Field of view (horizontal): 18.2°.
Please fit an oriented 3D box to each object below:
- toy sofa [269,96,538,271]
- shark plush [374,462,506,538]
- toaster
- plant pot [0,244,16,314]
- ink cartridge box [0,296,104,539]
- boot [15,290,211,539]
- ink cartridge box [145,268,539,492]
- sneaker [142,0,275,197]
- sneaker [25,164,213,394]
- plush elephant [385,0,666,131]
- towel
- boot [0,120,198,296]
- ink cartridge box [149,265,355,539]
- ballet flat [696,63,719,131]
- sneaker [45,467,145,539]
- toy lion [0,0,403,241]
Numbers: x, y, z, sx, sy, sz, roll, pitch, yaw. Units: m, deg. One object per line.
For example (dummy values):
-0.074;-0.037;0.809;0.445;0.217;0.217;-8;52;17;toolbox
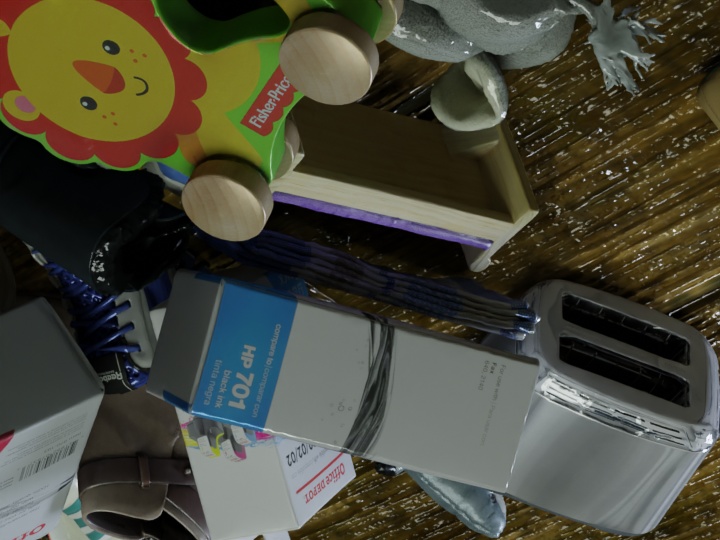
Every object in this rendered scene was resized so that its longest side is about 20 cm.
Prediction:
-0.002;-0.054;1.320;0.199;0.083;0.098;11;138;-40;toy sofa
0.031;0.111;1.578;0.091;0.084;0.200;-23;132;33;shark plush
0.147;0.087;1.508;0.199;0.114;0.129;21;136;-13;toaster
-0.334;0.037;1.500;0.200;0.188;0.187;-30;130;20;plant pot
-0.261;0.124;1.465;0.145;0.083;0.200;-25;159;-30;ink cartridge box
-0.172;0.110;1.563;0.199;0.147;0.070;22;141;-16;boot
-0.014;0.063;1.347;0.199;0.086;0.146;17;178;-15;ink cartridge box
-0.090;-0.116;1.320;0.111;0.077;0.200;-6;134;32;sneaker
-0.163;0.014;1.467;0.080;0.116;0.199;-17;135;28;sneaker
0.071;-0.163;1.189;0.200;0.165;0.155;47;172;-1;plush elephant
0.000;0.000;1.408;0.199;0.024;0.147;16;-177;-17;towel
-0.204;-0.051;1.309;0.168;0.077;0.200;31;-167;26;boot
-0.063;0.102;1.481;0.068;0.115;0.201;-11;99;22;ink cartridge box
0.268;-0.046;1.327;0.063;0.069;0.200;-23;106;47;ballet flat
-0.205;0.163;1.714;0.093;0.071;0.200;-15;137;0;sneaker
-0.103;-0.114;1.139;0.191;0.069;0.200;31;138;-10;toy lion
